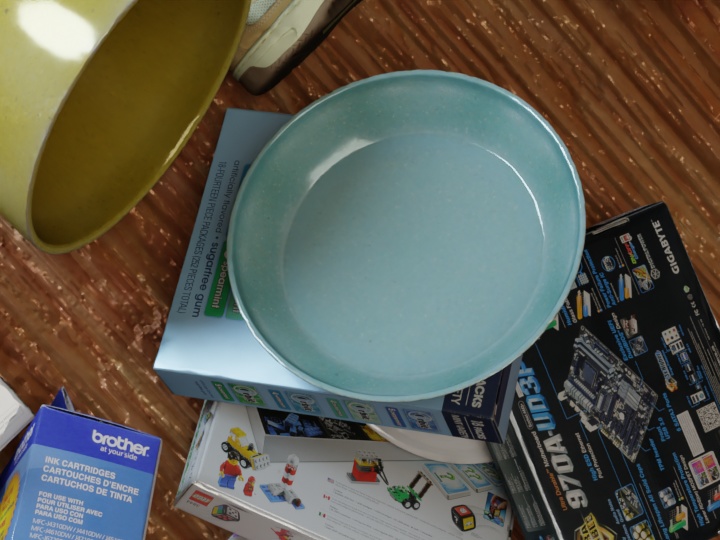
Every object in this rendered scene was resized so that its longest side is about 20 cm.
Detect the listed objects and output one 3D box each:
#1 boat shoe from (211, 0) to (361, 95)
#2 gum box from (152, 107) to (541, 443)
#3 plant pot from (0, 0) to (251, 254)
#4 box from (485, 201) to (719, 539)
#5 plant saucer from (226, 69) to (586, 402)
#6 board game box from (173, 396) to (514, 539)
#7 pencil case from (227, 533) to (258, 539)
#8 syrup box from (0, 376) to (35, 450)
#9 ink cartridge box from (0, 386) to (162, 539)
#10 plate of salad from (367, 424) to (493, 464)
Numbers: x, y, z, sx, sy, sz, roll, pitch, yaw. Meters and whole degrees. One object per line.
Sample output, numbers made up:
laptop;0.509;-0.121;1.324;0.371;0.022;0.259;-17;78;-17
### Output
boat shoe;-0.017;-0.199;1.277;0.076;0.072;0.200;45;79;2
gum box;0.000;0.000;1.217;0.199;0.045;0.171;7;67;17
plant pot;-0.175;-0.131;1.183;0.142;0.200;0.200;34;80;12
box;0.149;0.078;1.273;0.159;0.046;0.201;-22;89;-25
plant saucer;0.027;-0.015;1.172;0.199;0.036;0.201;-5;64;10
board game box;-0.002;0.120;1.260;0.199;0.035;0.127;26;50;-13
pencil case;-0.104;0.245;1.235;0.085;0.084;0.200;42;79;6
syrup box;-0.279;0.033;1.194;0.081;0.079;0.200;-43;100;-11
ink cartridge box;-0.170;0.167;1.171;0.076;0.137;0.201;19;56;-14
plate of salad;0.055;0.019;1.297;0.199;0.048;0.201;5;78;-22
